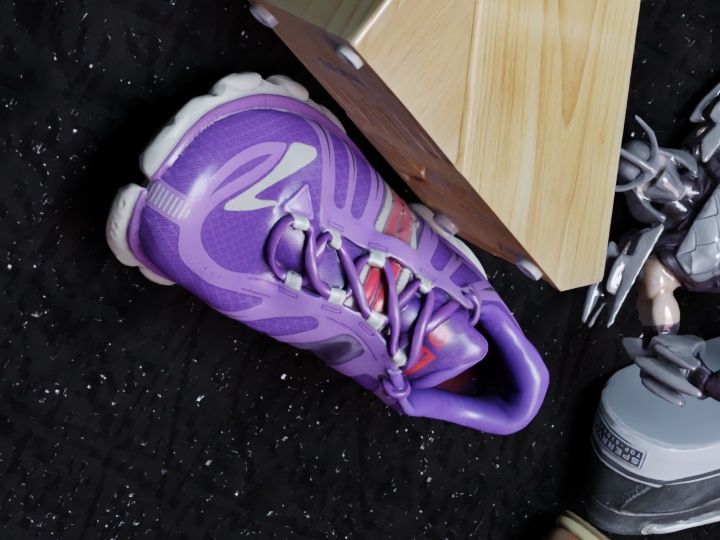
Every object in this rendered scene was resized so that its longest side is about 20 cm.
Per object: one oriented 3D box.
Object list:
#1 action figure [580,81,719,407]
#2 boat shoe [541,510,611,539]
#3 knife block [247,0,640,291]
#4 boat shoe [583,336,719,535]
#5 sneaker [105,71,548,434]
[{"bbox_3d":[0.167,0.007,1.084,0.200,0.069,0.130,36,94,-16],"label":"action figure"},{"bbox_3d":[0.107,0.172,1.191,0.068,0.072,0.200,-41,141,-13],"label":"boat shoe"},{"bbox_3d":[0.056,-0.116,0.923,0.176,0.064,0.200,-50,132,-8],"label":"knife block"},{"bbox_3d":[0.179,0.063,1.175,0.199,0.074,0.068,-17,136,-29],"label":"boat shoe"},{"bbox_3d":[0.000,0.000,0.961,0.200,0.083,0.081,27,99,-47],"label":"sneaker"}]
